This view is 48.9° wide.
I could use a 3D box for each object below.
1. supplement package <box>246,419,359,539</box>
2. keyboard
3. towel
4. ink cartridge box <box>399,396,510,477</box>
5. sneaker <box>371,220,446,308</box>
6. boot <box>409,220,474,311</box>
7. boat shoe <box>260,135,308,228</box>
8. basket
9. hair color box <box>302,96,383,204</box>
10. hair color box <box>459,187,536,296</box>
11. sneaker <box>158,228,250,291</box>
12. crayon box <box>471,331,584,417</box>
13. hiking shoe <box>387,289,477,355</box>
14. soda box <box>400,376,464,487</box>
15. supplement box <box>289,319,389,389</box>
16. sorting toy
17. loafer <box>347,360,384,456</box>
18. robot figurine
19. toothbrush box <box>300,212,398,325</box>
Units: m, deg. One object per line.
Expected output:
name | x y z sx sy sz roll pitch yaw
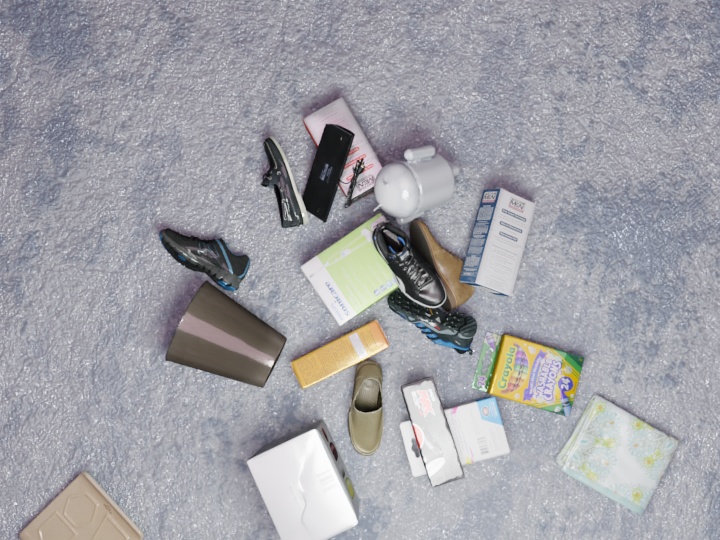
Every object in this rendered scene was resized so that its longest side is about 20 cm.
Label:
supplement package | -0.104 0.410 1.529 0.147 0.200 0.192 -24 85 -2
keyboard | -0.050 -0.190 1.615 0.127 0.021 0.200 35 120 28
towel | 0.516 0.370 1.597 0.200 0.048 0.171 30 87 4
ink cartridge box | 0.187 0.334 1.596 0.200 0.068 0.115 -15 83 0
sneaker | 0.091 -0.008 1.525 0.073 0.112 0.200 -41 86 -3
boot | 0.167 -0.020 1.641 0.075 0.074 0.200 -26 89 -20
boat shoe | -0.173 -0.180 1.651 0.066 0.074 0.200 -21 94 -13
basket | -0.261 0.145 1.595 0.200 0.136 0.181 27 80 0
hair color box | -0.029 -0.250 1.661 0.101 0.061 0.200 -29 84 -1
hair color box | 0.280 -0.057 1.617 0.100 0.060 0.200 20 84 -29
sneaker | -0.325 -0.036 1.651 0.200 0.073 0.082 32 70 -2
crayon box | 0.340 0.209 1.614 0.200 0.052 0.126 16 85 3
hiking shoe | 0.139 0.110 1.615 0.200 0.087 0.074 26 47 23
soda box | 0.138 0.310 1.534 0.071 0.063 0.200 -18 82 0
supplement box | -0.041 0.171 1.618 0.200 0.067 0.069 -28 84 -2
sorting toy | -0.565 0.538 1.612 0.200 0.036 0.185 -45 85 1
loafer | 0.010 0.283 1.590 0.076 0.067 0.200 -1 101 2
robot figurine | 0.109 -0.172 1.596 0.200 0.170 0.113 -21 39 -35
toothbrush box | 0.000 0.000 1.623 0.200 0.086 0.146 -35 85 -3
